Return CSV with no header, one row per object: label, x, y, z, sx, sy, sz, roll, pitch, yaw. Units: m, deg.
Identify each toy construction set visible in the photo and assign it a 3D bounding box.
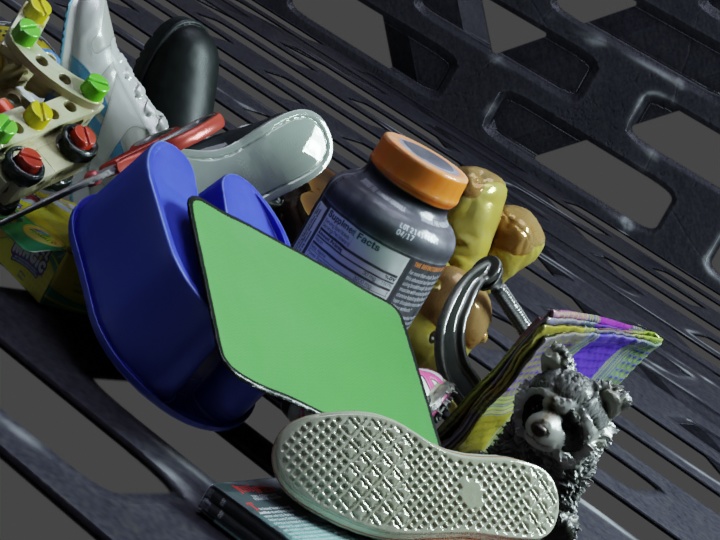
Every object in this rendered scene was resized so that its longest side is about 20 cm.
toy construction set,-0.254,-0.105,1.401,0.131,0.092,0.200,50,48,5

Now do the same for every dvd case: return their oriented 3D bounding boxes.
dvd case,0.017,0.181,1.183,0.200,0.022,0.146,34,12,22

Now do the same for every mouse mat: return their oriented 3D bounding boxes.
mouse mat,-0.028,0.042,1.314,0.200,0.008,0.161,28,31,-35

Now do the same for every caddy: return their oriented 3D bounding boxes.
caddy,-0.118,0.013,1.346,0.141,0.105,0.200,24,33,-40

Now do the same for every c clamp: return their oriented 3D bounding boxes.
c clamp,0.120,0.063,1.616,0.027,0.171,0.200,1,-33,37

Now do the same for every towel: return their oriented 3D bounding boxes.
towel,0.143,0.092,1.540,0.023,0.144,0.200,49,20,28

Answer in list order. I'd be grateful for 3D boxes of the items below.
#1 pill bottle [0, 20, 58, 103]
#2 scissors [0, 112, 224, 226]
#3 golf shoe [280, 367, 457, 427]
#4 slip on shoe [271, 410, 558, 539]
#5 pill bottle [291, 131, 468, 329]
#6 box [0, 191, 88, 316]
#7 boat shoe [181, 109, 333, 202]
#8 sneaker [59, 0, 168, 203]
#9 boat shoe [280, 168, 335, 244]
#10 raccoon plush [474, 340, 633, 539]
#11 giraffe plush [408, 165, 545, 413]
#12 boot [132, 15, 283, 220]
pill bottle,-0.286,-0.126,1.584,0.111,0.111,0.200,26,11,-14
scissors,-0.170,-0.069,1.389,0.073,0.014,0.200,-10,15,38
golf shoe,0.009,0.093,1.420,0.092,0.073,0.200,34,11,11
slip on shoe,0.028,0.133,1.240,0.200,0.074,0.061,14,-18,-33
pill bottle,0.000,0.000,1.484,0.106,0.200,0.106,29,13,-7
box,-0.187,-0.005,1.453,0.200,0.048,0.117,21,14,-44
boat shoe,-0.111,-0.061,1.492,0.200,0.076,0.060,-20,5,-34
sneaker,-0.188,-0.120,1.560,0.081,0.200,0.077,-7,4,-3
boat shoe,-0.037,-0.028,1.631,0.070,0.070,0.200,32,12,-12
raccoon plush,0.141,0.115,1.498,0.097,0.134,0.200,28,11,0
giraffe plush,0.054,0.025,1.664,0.172,0.200,0.162,17,29,-5
boot,-0.124,-0.085,1.609,0.162,0.199,0.073,29,12,40
